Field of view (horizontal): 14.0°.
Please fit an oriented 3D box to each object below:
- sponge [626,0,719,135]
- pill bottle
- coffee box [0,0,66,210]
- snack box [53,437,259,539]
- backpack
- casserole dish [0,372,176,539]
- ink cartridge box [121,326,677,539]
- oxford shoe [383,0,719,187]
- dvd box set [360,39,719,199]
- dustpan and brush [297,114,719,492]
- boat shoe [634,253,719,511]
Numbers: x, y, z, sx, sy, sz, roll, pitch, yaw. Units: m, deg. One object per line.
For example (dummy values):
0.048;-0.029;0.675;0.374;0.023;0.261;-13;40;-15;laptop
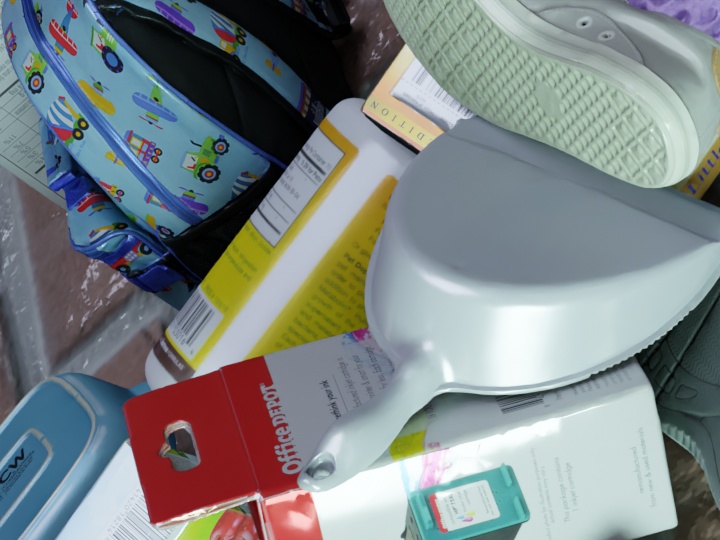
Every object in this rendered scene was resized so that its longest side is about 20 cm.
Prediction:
0.191;-0.079;1.156;0.111;0.030;0.201;-36;66;11;sponge
0.000;0.000;1.324;0.200;0.109;0.109;-52;37;6;pill bottle
-0.158;-0.191;1.564;0.200;0.198;0.200;-39;39;19;coffee box
-0.114;0.176;1.297;0.053;0.142;0.200;38;95;25;snack box
-0.094;-0.083;1.414;0.134;0.200;0.183;-40;41;21;backpack
-0.163;0.124;1.348;0.200;0.039;0.121;-51;29;-2;casserole dish
0.013;0.075;1.169;0.199;0.068;0.116;-15;25;-4;ink cartridge box
0.077;-0.093;1.184;0.058;0.075;0.200;-33;42;-24;oxford shoe
0.112;-0.109;1.232;0.146;0.029;0.200;34;89;26;dvd box set
0.039;0.020;1.139;0.139;0.058;0.200;24;38;29;dustpan and brush
0.163;0.051;1.153;0.075;0.065;0.202;-55;31;20;boat shoe
